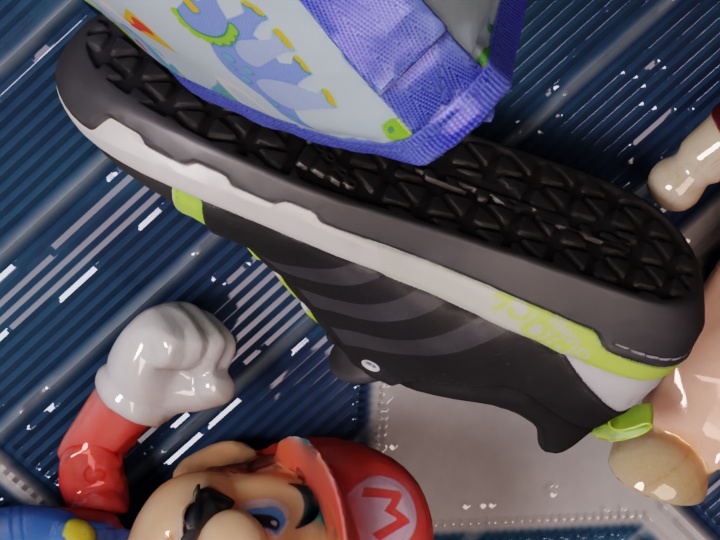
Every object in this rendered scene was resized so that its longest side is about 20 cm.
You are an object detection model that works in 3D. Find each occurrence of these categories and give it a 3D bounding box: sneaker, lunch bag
[{"bbox_3d":[0.000,0.000,0.767,0.200,0.072,0.083,25,126,-12],"label":"sneaker"},{"bbox_3d":[-0.047,-0.122,0.626,0.127,0.200,0.170,-40,117,8],"label":"lunch bag"}]

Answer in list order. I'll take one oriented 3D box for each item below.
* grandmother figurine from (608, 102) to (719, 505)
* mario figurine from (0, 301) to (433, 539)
[{"bbox_3d":[0.146,-0.020,0.804,0.121,0.061,0.200,9,116,-27],"label":"grandmother figurine"},{"bbox_3d":[-0.078,0.085,0.774,0.200,0.106,0.123,-11,117,-6],"label":"mario figurine"}]
